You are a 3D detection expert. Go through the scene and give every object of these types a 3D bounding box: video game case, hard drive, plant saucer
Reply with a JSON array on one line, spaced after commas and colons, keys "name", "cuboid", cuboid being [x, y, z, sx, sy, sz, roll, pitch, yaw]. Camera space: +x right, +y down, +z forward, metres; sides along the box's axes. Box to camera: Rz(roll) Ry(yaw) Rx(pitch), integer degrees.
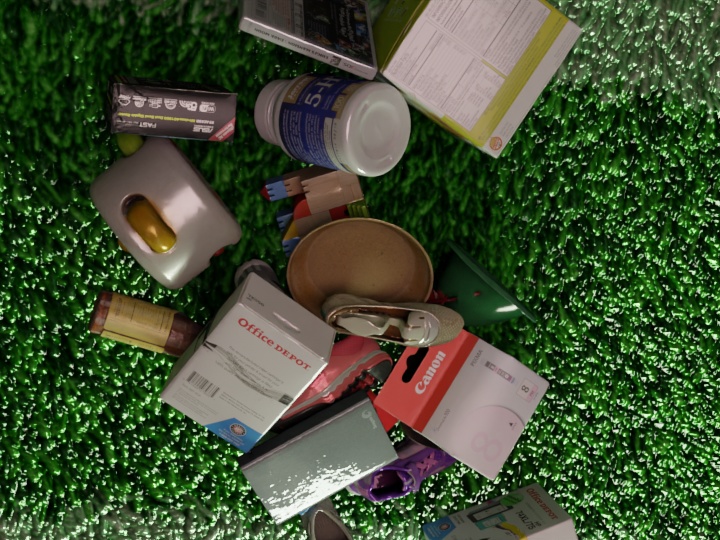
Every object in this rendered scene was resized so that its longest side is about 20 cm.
[{"name": "video game case", "cuboid": [-0.069, -0.329, 1.538, 0.181, 0.200, 0.023, 18, 123, -17]}, {"name": "hard drive", "cuboid": [-0.057, 0.259, 1.661, 0.200, 0.033, 0.140, -29, 131, -4]}, {"name": "plant saucer", "cuboid": [0.000, 0.000, 1.633, 0.199, 0.036, 0.201, 1, 128, 2]}]

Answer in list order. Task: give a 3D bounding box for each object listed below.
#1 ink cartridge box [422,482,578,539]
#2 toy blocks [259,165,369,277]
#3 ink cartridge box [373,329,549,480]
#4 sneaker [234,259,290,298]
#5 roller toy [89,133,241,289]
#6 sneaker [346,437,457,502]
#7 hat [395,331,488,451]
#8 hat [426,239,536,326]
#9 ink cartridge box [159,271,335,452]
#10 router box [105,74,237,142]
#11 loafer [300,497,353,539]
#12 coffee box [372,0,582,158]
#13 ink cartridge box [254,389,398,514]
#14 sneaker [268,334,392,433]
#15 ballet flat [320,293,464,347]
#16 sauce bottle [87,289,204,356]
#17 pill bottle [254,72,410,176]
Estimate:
[{"name": "ink cartridge box", "cuboid": [0.221, 0.443, 1.809, 0.199, 0.147, 0.147, -19, 106, -10]}, {"name": "toy blocks", "cuboid": [-0.055, -0.066, 1.658, 0.136, 0.100, 0.201, -17, 114, 2]}, {"name": "ink cartridge box", "cuboid": [0.144, 0.173, 1.668, 0.200, 0.057, 0.163, 34, 83, -20]}, {"name": "sneaker", "cuboid": [-0.106, 0.082, 1.661, 0.075, 0.115, 0.200, -36, 108, -3]}, {"name": "roller toy", "cuboid": [-0.256, -0.072, 1.550, 0.140, 0.200, 0.183, -39, 141, -1]}, {"name": "sneaker", "cuboid": [0.076, 0.291, 1.769, 0.200, 0.088, 0.081, -21, 105, -11]}, {"name": "hat", "cuboid": [0.150, 0.175, 1.736, 0.200, 0.081, 0.201, 2, 84, -24]}, {"name": "hat", "cuboid": [0.124, 0.068, 1.703, 0.176, 0.200, 0.166, -48, 133, 6]}, {"name": "ink cartridge box", "cuboid": [-0.148, 0.123, 1.582, 0.144, 0.084, 0.200, 35, 119, -12]}, {"name": "router box", "cuboid": [-0.244, -0.207, 1.513, 0.149, 0.200, 0.062, 4, 101, -14]}, {"name": "loafer", "cuboid": [-0.038, 0.423, 1.780, 0.070, 0.070, 0.200, -28, 108, -6]}, {"name": "coffee box", "cuboid": [0.133, -0.298, 1.587, 0.197, 0.200, 0.200, 32, 95, -18]}, {"name": "ink cartridge box", "cuboid": [-0.057, 0.240, 1.735, 0.200, 0.067, 0.116, -43, 109, -1]}, {"name": "sneaker", "cuboid": [-0.053, 0.155, 1.665, 0.200, 0.087, 0.074, -33, 150, 4]}, {"name": "ballet flat", "cuboid": [0.044, 0.077, 1.623, 0.199, 0.062, 0.068, 6, 111, -3]}, {"name": "sauce bottle", "cuboid": [-0.273, 0.083, 1.648, 0.199, 0.066, 0.066, 20, 97, -19]}, {"name": "pill bottle", "cuboid": [-0.043, -0.195, 1.559, 0.119, 0.200, 0.120, -15, 112, -42]}]
